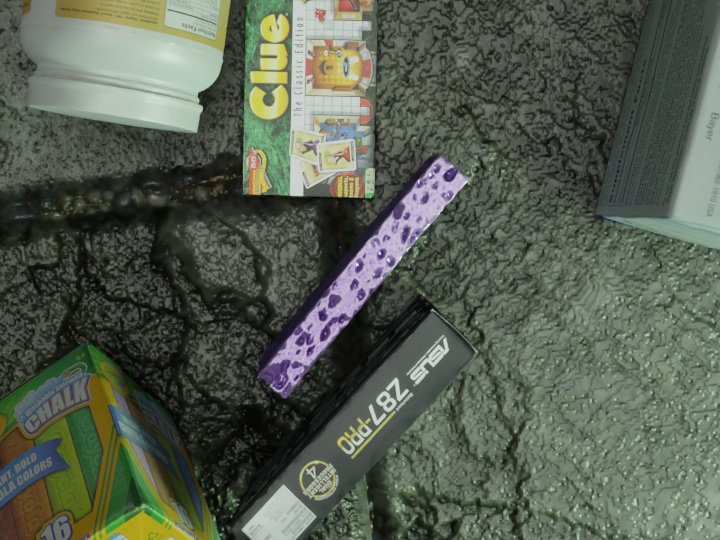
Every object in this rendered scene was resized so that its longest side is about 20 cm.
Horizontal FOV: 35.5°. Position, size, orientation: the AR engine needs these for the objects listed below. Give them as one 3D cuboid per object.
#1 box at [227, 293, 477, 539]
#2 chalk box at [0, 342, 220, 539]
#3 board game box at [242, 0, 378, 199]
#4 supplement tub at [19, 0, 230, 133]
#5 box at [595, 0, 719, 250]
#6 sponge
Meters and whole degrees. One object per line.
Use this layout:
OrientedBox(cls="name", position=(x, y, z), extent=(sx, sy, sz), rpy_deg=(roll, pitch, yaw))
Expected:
OrientedBox(cls="box", position=(-0.006, 0.107, 0.805), extent=(0.049, 0.161, 0.200), rpy_deg=(42, 91, -3))
OrientedBox(cls="chalk box", position=(-0.199, 0.147, 0.805), extent=(0.124, 0.124, 0.201), rpy_deg=(-35, 49, 1))
OrientedBox(cls="board game box", position=(-0.038, -0.157, 0.860), extent=(0.103, 0.023, 0.203), rpy_deg=(1, 93, 2))
OrientedBox(cls="supplement tub", position=(-0.162, -0.206, 0.795), extent=(0.142, 0.144, 0.203), rpy_deg=(8, 93, -1))
OrientedBox(cls="box", position=(0.252, -0.112, 0.773), extent=(0.103, 0.200, 0.187), rpy_deg=(14, 93, -2))
OrientedBox(cls="sponge", position=(0.000, 0.000, 0.823), extent=(0.030, 0.112, 0.201), rpy_deg=(40, 92, -4))
